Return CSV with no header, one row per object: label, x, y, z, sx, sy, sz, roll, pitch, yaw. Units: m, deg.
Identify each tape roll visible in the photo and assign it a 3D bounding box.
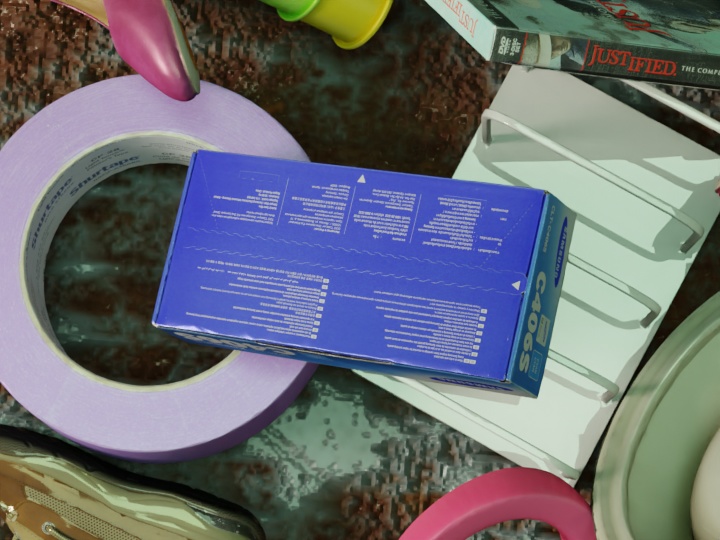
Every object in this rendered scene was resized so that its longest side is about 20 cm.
tape roll,-0.110,0.000,1.170,0.198,0.066,0.202,0,79,1

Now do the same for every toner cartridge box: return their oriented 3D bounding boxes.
toner cartridge box,0.000,0.000,1.076,0.199,0.043,0.096,9,80,27

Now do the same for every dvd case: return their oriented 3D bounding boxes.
dvd case,0.126,-0.130,1.108,0.198,0.146,0.022,3,116,-23

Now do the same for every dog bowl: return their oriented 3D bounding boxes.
dog bowl,0.209,0.089,1.057,0.074,0.200,0.200,40,88,-26

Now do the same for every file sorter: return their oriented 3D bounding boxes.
file sorter,0.098,-0.004,1.142,0.138,0.125,0.201,28,88,5

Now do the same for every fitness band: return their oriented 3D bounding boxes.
fitness band,0.061,0.192,1.117,0.142,0.037,0.202,-7,120,-21

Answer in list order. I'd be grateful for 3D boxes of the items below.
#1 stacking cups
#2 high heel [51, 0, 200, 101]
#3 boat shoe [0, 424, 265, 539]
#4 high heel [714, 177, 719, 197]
stacking cups,-0.074,-0.182,1.144,0.199,0.060,0.061,24,86,-31
high heel,-0.157,-0.143,1.161,0.095,0.068,0.201,-28,58,-7
boat shoe,-0.153,0.135,1.168,0.198,0.076,0.074,19,90,5
high heel,0.238,-0.033,1.080,0.096,0.200,0.067,48,112,13
